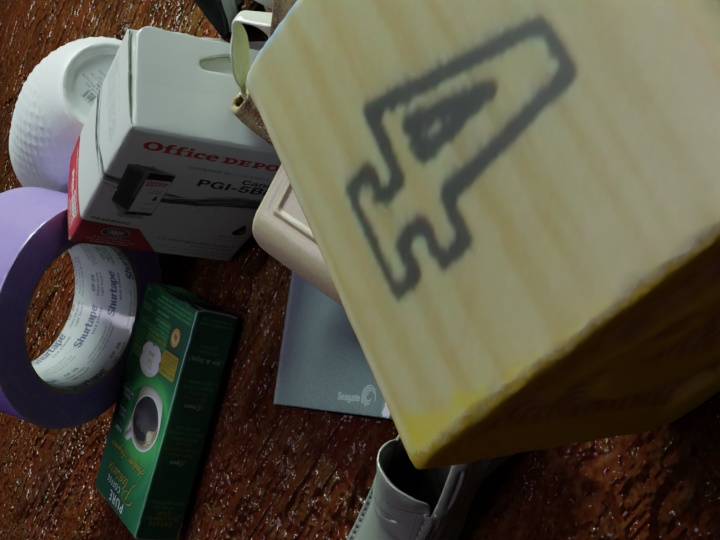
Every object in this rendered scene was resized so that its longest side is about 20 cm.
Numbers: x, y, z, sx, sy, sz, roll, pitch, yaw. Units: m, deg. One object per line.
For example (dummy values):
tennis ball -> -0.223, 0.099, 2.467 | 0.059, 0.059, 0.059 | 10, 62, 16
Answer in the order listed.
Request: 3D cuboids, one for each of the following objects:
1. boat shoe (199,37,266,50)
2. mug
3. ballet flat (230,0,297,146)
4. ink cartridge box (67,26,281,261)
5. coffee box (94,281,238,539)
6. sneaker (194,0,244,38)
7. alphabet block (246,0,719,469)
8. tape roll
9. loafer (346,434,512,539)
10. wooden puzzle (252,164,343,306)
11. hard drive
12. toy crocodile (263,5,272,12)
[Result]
boat shoe -> -0.111, -0.162, 0.912 | 0.199, 0.072, 0.063 | 24, 142, 49
mug -> -0.232, -0.118, 0.964 | 0.201, 0.147, 0.175 | 54, 154, -4
ballet flat -> -0.048, -0.157, 0.643 | 0.201, 0.065, 0.071 | 111, -177, -47
ink cartridge box -> -0.136, -0.088, 0.800 | 0.200, 0.146, 0.084 | -40, 49, 56
coffee box -> -0.174, 0.120, 0.901 | 0.123, 0.044, 0.202 | 19, 94, 56
sneaker -> -0.096, -0.285, 0.896 | 0.120, 0.084, 0.200 | -38, -2, -10
alphabet block -> 0.100, -0.057, 0.432 | 0.196, 0.194, 0.201 | -46, 58, 38
tape roll -> -0.272, 0.032, 0.907 | 0.084, 0.200, 0.202 | 13, 90, 29
loafer -> 0.034, 0.121, 0.597 | 0.201, 0.069, 0.070 | -61, 40, 21
wooden puzzle -> 0.038, -0.061, 0.634 | 0.184, 0.037, 0.201 | 34, 105, 29
hard drive -> 0.000, 0.000, 0.713 | 0.139, 0.033, 0.202 | -4, 77, 53
toy crocodile -> -0.028, -0.181, 0.760 | 0.062, 0.068, 0.200 | -33, 34, -15
